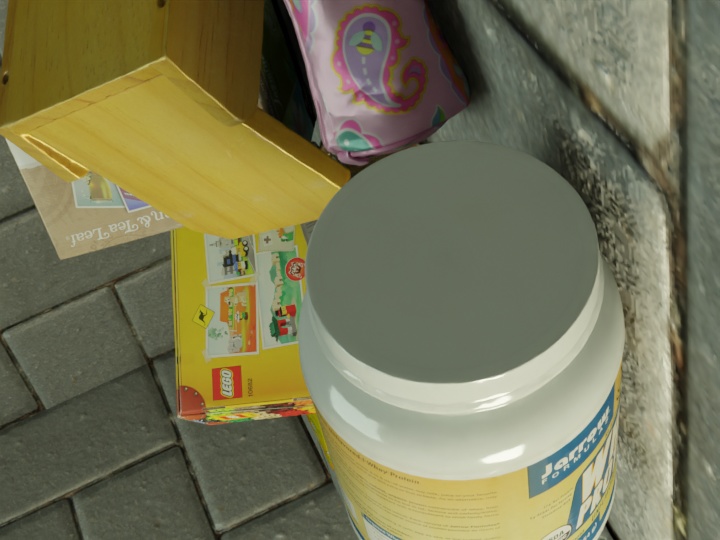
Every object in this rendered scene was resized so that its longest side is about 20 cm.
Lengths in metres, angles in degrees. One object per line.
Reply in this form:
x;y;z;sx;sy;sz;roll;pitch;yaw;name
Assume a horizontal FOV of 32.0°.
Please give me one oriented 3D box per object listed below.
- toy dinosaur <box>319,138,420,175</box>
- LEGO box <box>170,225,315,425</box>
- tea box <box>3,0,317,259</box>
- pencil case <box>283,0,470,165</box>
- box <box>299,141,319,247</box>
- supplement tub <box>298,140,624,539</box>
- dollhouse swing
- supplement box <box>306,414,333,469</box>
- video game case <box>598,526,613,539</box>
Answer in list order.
0.018;-0.075;0.815;0.101;0.058;0.202;13;136;61;toy dinosaur
-0.080;0.022;1.076;0.077;0.146;0.204;36;-131;-71;LEGO box
-0.150;-0.130;0.992;0.198;0.197;0.135;-85;-22;-60;tea box
-0.013;-0.156;0.633;0.087;0.086;0.203;-154;41;-78;pencil case
0.000;0.000;0.944;0.200;0.036;0.146;45;-156;-74;box
0.049;0.053;0.585;0.201;0.143;0.146;77;167;-53;supplement tub
-0.106;-0.134;0.806;0.198;0.174;0.185;-11;72;47;dollhouse swing
-0.009;0.093;1.205;0.201;0.108;0.110;82;162;-64;supplement box
0.160;0.236;0.806;0.201;0.022;0.184;83;162;-64;video game case
